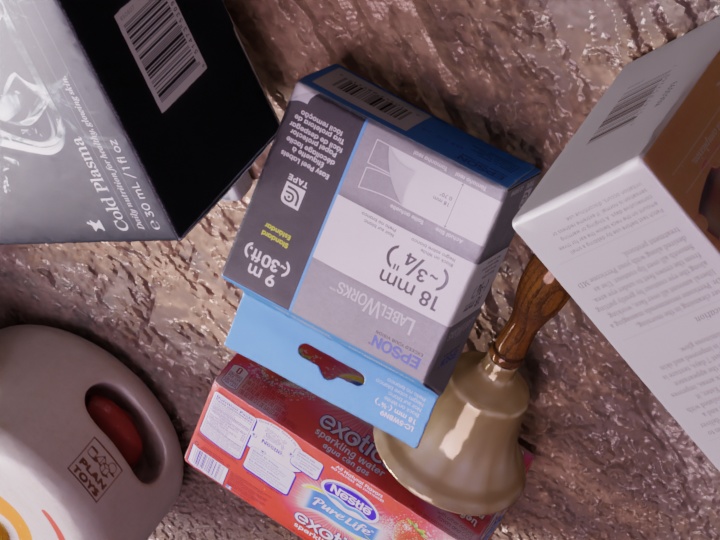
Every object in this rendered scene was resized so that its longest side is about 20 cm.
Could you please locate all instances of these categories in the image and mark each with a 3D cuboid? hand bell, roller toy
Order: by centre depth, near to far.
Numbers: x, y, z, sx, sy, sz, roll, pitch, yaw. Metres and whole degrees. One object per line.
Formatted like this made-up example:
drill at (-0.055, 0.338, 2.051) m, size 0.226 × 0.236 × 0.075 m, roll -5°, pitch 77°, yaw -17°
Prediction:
hand bell at (0.091, 0.045, 1.718) m, size 0.104 × 0.104 × 0.200 m, roll 32°, pitch 128°, yaw 7°
roller toy at (-0.231, 0.143, 1.992) m, size 0.182 × 0.140 × 0.200 m, roll 24°, pitch 138°, yaw 17°

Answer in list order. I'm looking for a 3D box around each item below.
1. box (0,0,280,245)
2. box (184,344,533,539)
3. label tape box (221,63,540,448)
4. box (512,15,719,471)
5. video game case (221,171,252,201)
box at (-0.187, -0.127, 1.683) m, size 0.196 × 0.124 × 0.200 m, roll 0°, pitch 127°, yaw 40°
box at (-0.001, 0.121, 1.832) m, size 0.200 × 0.096 × 0.100 m, roll 33°, pitch 142°, yaw 8°
label tape box at (0.000, 0.000, 1.678) m, size 0.144 × 0.063 × 0.200 m, roll 28°, pitch 112°, yaw 13°
box at (0.206, -0.013, 1.503) m, size 0.200 × 0.152 × 0.106 m, roll 48°, pitch 139°, yaw -13°
video game case at (-0.178, -0.129, 1.784) m, size 0.182 × 0.023 × 0.200 m, roll 2°, pitch 129°, yaw 36°
